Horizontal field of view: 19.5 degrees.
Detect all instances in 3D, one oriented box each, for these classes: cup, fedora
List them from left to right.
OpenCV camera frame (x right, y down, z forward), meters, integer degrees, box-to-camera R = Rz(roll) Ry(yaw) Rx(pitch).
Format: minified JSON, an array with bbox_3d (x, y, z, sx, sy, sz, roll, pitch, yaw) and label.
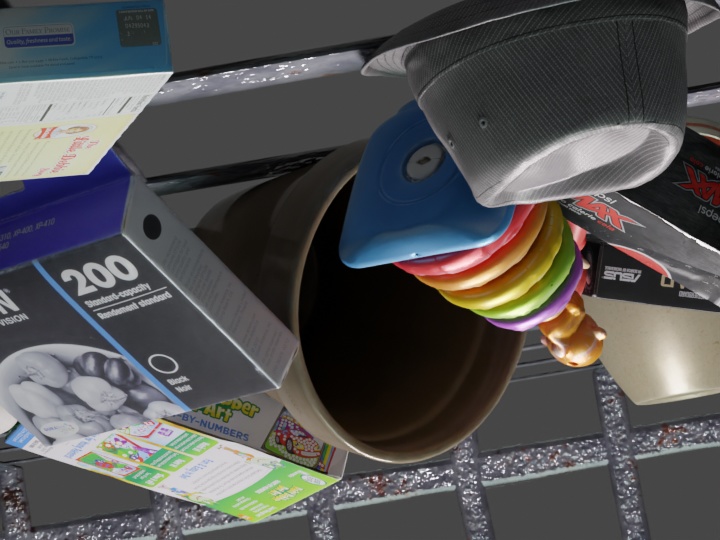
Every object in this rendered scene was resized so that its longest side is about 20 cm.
[{"bbox_3d":[0.096,-0.083,1.060,0.176,0.091,0.200,-4,170,-31],"label":"fedora"},{"bbox_3d":[0.306,0.052,2.047,0.199,0.144,0.200,-10,172,-1],"label":"cup"}]

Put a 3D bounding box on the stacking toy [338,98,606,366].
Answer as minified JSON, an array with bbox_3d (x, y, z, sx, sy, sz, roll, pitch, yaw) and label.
[{"bbox_3d":[0.089,-0.006,1.220,0.116,0.110,0.200,-10,139,35],"label":"stacking toy"}]

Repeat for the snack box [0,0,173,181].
[{"bbox_3d":[-0.167,-0.078,0.986,0.116,0.037,0.200,-6,171,-20],"label":"snack box"}]

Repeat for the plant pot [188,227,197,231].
[{"bbox_3d":[-0.142,0.053,1.581,0.199,0.135,0.200,-10,172,-1],"label":"plant pot"}]

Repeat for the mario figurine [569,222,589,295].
[{"bbox_3d":[0.113,-0.037,1.546,0.123,0.106,0.200,26,172,20],"label":"mario figurine"}]

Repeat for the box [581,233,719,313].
[{"bbox_3d":[0.235,0.001,1.684,0.159,0.044,0.200,7,-177,-12],"label":"box"}]

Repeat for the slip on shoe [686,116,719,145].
[{"bbox_3d":[0.171,-0.065,1.379,0.199,0.062,0.074,-5,169,-36],"label":"slip on shoe"}]

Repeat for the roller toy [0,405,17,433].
[{"bbox_3d":[-0.324,0.063,1.421,0.199,0.141,0.182,-16,169,42],"label":"roller toy"}]

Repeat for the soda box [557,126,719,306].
[{"bbox_3d":[0.194,-0.037,1.259,0.199,0.064,0.071,29,158,-17],"label":"soda box"}]

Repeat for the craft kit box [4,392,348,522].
[{"bbox_3d":[-0.128,0.111,1.431,0.197,0.049,0.200,23,159,-14],"label":"craft kit box"}]

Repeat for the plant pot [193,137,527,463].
[{"bbox_3d":[-0.020,0.013,1.338,0.199,0.201,0.173,-2,-175,-41],"label":"plant pot"}]

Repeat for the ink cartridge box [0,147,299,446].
[{"bbox_3d":[-0.170,0.013,1.204,0.198,0.044,0.200,-16,129,36],"label":"ink cartridge box"}]
